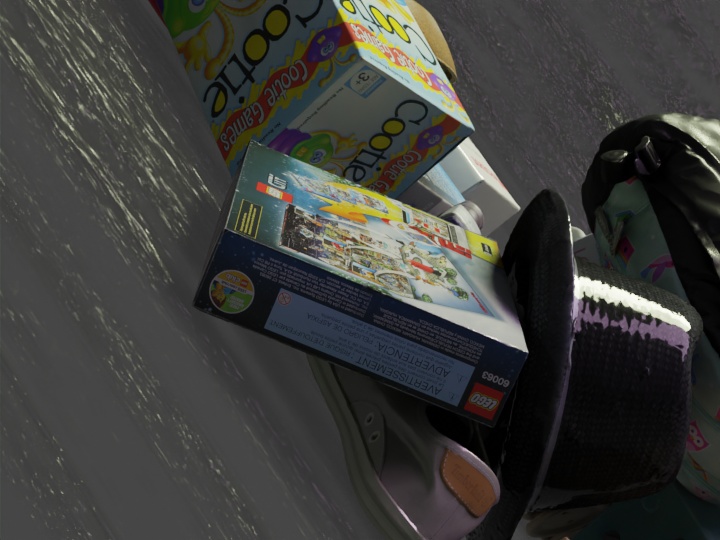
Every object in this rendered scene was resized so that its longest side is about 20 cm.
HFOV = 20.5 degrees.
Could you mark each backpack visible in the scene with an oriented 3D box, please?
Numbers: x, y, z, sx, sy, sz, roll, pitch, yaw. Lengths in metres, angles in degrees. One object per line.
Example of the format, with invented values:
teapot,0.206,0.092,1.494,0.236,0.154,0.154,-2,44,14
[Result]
backpack,0.209,0.021,1.036,0.127,0.167,0.200,105,-24,-54

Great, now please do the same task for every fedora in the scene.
fedora,0.108,0.057,0.948,0.092,0.201,0.201,10,14,-2

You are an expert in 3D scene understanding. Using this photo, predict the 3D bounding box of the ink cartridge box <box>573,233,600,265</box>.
ink cartridge box,0.194,0.050,1.168,0.200,0.042,0.119,18,56,-55

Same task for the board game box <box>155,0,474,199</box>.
board game box,-0.036,-0.133,1.144,0.103,0.105,0.200,28,28,-46

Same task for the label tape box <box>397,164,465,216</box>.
label tape box,-0.007,-0.086,1.327,0.144,0.063,0.200,55,9,19

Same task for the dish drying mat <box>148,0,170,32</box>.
dish drying mat,-0.104,-0.151,1.227,0.200,0.018,0.077,56,9,18

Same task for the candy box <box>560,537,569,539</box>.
candy box,0.142,0.221,0.915,0.200,0.055,0.115,47,11,-38

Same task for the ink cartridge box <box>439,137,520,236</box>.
ink cartridge box,0.022,-0.110,1.509,0.200,0.086,0.148,54,8,15

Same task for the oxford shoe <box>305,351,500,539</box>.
oxford shoe,0.020,0.062,0.908,0.075,0.058,0.200,46,9,-28

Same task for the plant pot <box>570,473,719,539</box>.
plant pot,0.196,0.191,1.090,0.200,0.141,0.141,28,24,-48

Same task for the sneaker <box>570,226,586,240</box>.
sneaker,0.122,0.075,1.137,0.099,0.071,0.200,47,41,-28

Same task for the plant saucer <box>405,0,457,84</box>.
plant saucer,-0.023,-0.178,1.349,0.200,0.035,0.200,20,-3,1

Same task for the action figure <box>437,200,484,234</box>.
action figure,0.044,0.010,1.224,0.130,0.069,0.200,60,13,2

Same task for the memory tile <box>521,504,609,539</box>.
memory tile,0.183,0.134,1.170,0.200,0.153,0.017,38,29,-63

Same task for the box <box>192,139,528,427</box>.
box,0.000,0.000,0.910,0.137,0.038,0.200,22,13,-5
